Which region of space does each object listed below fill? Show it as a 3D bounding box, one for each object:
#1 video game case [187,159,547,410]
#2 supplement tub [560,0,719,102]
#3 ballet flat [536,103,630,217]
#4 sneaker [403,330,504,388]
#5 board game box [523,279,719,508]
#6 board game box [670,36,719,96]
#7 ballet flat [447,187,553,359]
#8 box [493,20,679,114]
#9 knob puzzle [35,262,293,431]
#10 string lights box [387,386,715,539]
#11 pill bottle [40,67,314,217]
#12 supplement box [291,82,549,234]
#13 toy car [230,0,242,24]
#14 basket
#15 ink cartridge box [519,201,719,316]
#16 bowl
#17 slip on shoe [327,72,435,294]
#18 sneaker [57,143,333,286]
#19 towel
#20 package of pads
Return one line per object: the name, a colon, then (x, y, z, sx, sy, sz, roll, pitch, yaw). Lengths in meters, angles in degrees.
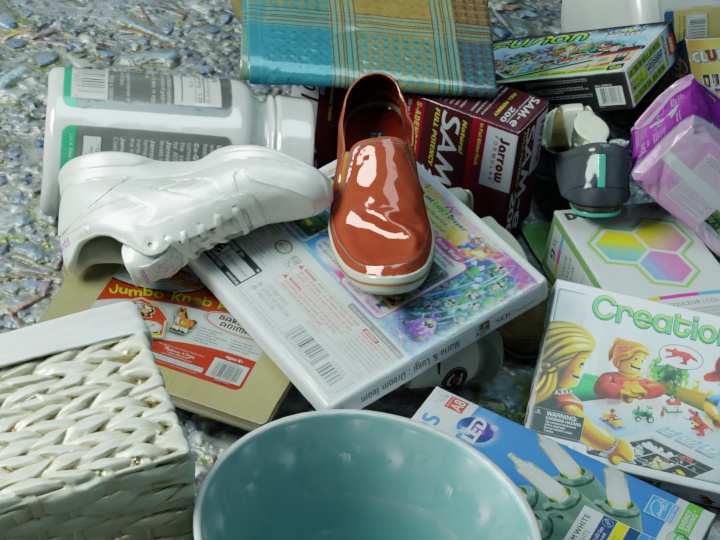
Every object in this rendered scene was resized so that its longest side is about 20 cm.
video game case: (0.000, 0.000, 1.239, 0.181, 0.024, 0.200, -29, 48, -19)
supplement tub: (0.298, -0.229, 1.608, 0.199, 0.145, 0.145, -8, 40, -24)
ballet flat: (0.176, -0.095, 1.409, 0.072, 0.074, 0.200, 7, 14, -5)
sneaker: (0.014, 0.011, 1.282, 0.088, 0.074, 0.200, -12, 42, -30)
board game box: (0.217, 0.090, 1.216, 0.198, 0.035, 0.127, 13, 67, 3)
board game box: (0.368, -0.135, 1.530, 0.199, 0.035, 0.137, -5, 80, -20)
ballet flat: (0.080, -0.016, 1.334, 0.067, 0.073, 0.200, -16, 44, -33)
box: (0.158, -0.166, 1.509, 0.199, 0.035, 0.110, -2, 27, 34)
knob puzzle: (-0.118, 0.031, 1.257, 0.218, 0.031, 0.220, 6, 37, -5)
string lights box: (0.110, 0.160, 1.121, 0.199, 0.059, 0.103, 24, 38, 16)
pill bottle: (-0.139, -0.090, 1.343, 0.198, 0.114, 0.113, 4, 37, -9)
supplement box: (0.042, -0.108, 1.408, 0.199, 0.109, 0.061, 21, 39, 20)
toy car: (-0.047, -0.244, 1.489, 0.199, 0.158, 0.165, 21, 34, -26)
basket: (-0.197, 0.125, 1.015, 0.199, 0.136, 0.124, -16, 46, -21)
ink cartridge box: (0.206, -0.001, 1.356, 0.103, 0.060, 0.200, -5, 39, -18)
bowl: (-0.003, 0.185, 1.023, 0.199, 0.106, 0.201, 8, 37, -6)
slip on shoe: (0.012, -0.062, 1.240, 0.073, 0.061, 0.201, -4, 46, 2)
sneaker: (-0.116, -0.033, 1.240, 0.198, 0.075, 0.100, -3, 63, 11)
towel: (0.004, -0.192, 1.382, 0.198, 0.022, 0.147, 4, 51, -7)
package of pads: (0.301, -0.054, 1.371, 0.200, 0.076, 0.121, 39, 25, -11)
